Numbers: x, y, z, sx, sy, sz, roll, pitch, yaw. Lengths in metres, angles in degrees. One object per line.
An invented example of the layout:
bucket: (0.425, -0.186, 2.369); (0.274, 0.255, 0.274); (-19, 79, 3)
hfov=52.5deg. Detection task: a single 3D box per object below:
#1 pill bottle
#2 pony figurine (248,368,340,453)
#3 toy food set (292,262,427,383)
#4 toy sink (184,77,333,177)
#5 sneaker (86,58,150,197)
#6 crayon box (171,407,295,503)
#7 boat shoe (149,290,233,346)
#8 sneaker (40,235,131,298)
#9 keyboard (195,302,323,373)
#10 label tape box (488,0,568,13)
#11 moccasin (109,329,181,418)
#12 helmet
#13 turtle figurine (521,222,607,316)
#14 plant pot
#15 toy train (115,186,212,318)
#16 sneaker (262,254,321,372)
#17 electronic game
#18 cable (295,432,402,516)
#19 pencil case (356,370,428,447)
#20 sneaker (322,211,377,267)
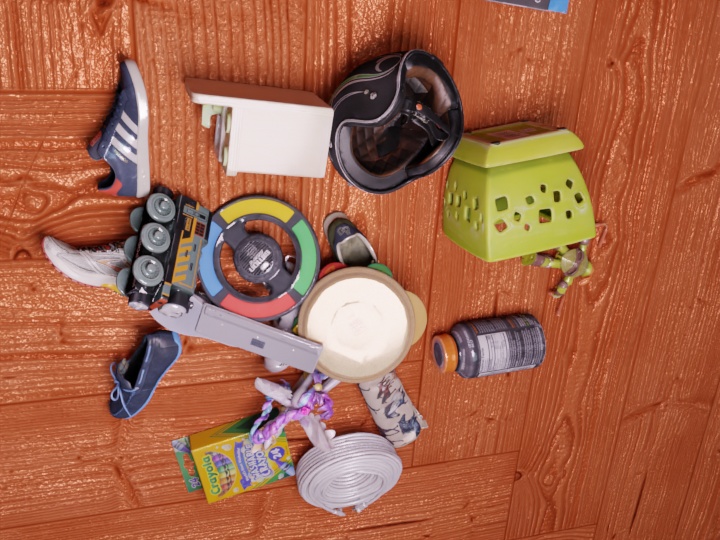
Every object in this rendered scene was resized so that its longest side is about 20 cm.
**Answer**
pill bottle: (0.236, 0.144, 1.370); (0.199, 0.106, 0.107); (-6, 114, -16)
pony figurine: (-0.098, 0.223, 1.234); (0.167, 0.193, 0.200); (45, 59, 1)
toy food set: (-0.006, 0.084, 1.187); (0.198, 0.049, 0.200); (41, 95, -11)
toy sink: (-0.156, -0.206, 1.073); (0.199, 0.130, 0.113); (2, 112, -20)
sneaker: (-0.348, -0.198, 1.041); (0.084, 0.075, 0.201); (-5, 114, -21)
crayon box: (-0.229, 0.342, 1.332); (0.199, 0.052, 0.126); (-16, 117, -11)
boat shoe: (-0.258, 0.063, 1.182); (0.200, 0.066, 0.070); (23, 110, -37)
sneaker: (-0.386, -0.017, 1.116); (0.199, 0.078, 0.082); (20, 101, -35)
keyboard: (-0.160, 0.108, 1.155); (0.199, 0.011, 0.056); (21, 121, -6)
label tape box: (0.264, -0.483, 1.129); (0.199, 0.066, 0.144); (3, 112, -18)
moccasin: (-0.365, 0.161, 1.179); (0.068, 0.081, 0.200); (12, 122, -45)
helmet: (0.039, -0.220, 1.097); (0.190, 0.201, 0.200); (-21, 130, 43)
turtle figurine: (0.383, -0.012, 1.375); (0.161, 0.064, 0.201); (20, 105, -25)
plant pot: (0.251, -0.141, 1.205); (0.198, 0.200, 0.182); (-12, 110, -12)
toy train: (-0.287, -0.027, 1.084); (0.114, 0.201, 0.085); (23, 146, -34)
sneaker: (-0.130, 0.070, 1.236); (0.115, 0.075, 0.200); (33, 95, -26)
electronic game: (-0.162, -0.019, 1.158); (0.199, 0.042, 0.201); (0, 88, 1)
cable: (-0.020, 0.377, 1.367); (0.200, 0.069, 0.200); (-35, 136, 20)
pencil case: (0.052, 0.234, 1.363); (0.089, 0.078, 0.201); (-27, 118, -5)
sneaker: (0.000, 0.000, 1.236); (0.067, 0.090, 0.201); (-30, 119, -6)
